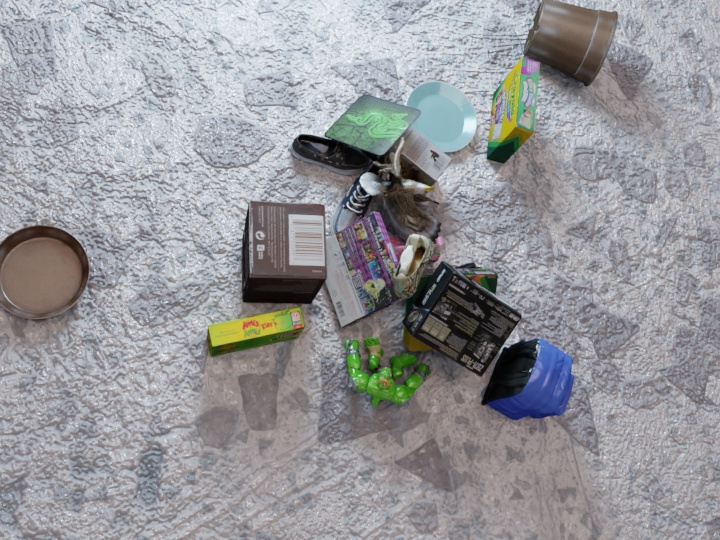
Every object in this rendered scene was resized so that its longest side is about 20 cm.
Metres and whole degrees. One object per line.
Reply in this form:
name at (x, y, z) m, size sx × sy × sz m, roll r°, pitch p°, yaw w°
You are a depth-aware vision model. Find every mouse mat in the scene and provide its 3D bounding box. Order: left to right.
mouse mat at (0.026, -0.343, 1.707) m, size 0.198 × 0.008 × 0.161 m, roll 26°, pitch 65°, yaw 36°

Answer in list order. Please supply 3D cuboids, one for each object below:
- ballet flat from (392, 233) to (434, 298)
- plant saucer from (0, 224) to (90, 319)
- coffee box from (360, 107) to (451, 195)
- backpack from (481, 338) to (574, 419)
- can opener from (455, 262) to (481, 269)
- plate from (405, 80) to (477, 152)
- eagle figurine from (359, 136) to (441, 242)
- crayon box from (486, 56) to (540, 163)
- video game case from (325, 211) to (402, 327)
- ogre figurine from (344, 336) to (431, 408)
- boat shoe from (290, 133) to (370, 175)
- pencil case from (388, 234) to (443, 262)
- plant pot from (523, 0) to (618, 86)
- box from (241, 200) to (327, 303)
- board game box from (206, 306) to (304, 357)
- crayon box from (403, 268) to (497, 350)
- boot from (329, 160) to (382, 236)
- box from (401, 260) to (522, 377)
ballet flat at (0.114, -0.029, 1.565) m, size 0.067 × 0.076 × 0.201 m, roll 3°, pitch 42°, yaw 21°
plant saucer at (-0.664, 0.006, 1.519) m, size 0.196 × 0.035 × 0.204 m, roll 4°, pitch 72°, yaw -12°
coffee box at (0.107, -0.281, 1.767) m, size 0.199 × 0.113 × 0.080 m, roll 38°, pitch 68°, yaw 1°
backpack at (0.391, 0.242, 1.626) m, size 0.165 × 0.200 × 0.165 m, roll 23°, pitch 68°, yaw -6°
can opener at (0.200, 0.027, 1.730) m, size 0.198 × 0.080 × 0.063 m, roll -28°, pitch 42°, yaw -24°
plate at (0.204, -0.391, 1.875) m, size 0.196 × 0.026 × 0.204 m, roll 5°, pitch 71°, yaw -14°
eagle figurine at (0.107, -0.170, 1.665) m, size 0.151 × 0.201 × 0.150 m, roll -42°, pitch 46°, yaw -14°
crayon box at (0.384, -0.401, 1.844) m, size 0.057 × 0.173 × 0.204 m, roll 13°, pitch 70°, yaw -10°
video game case at (0.000, 0.000, 1.630) m, size 0.036 × 0.180 × 0.203 m, roll 1°, pitch 64°, yaw -60°
ogre figurine at (0.053, 0.229, 1.605) m, size 0.198 × 0.098 × 0.121 m, roll 32°, pitch 49°, yaw -19°
boat shoe at (-0.068, -0.285, 1.748) m, size 0.196 × 0.066 × 0.071 m, roll 16°, pitch 69°, yaw -9°
pencil case at (0.092, -0.044, 1.703) m, size 0.196 × 0.088 × 0.089 m, roll -10°, pitch 75°, yaw -16°
plant pot at (0.555, -0.625, 1.959) m, size 0.195 × 0.201 × 0.203 m, roll 19°, pitch 69°, yaw 0°
box at (-0.168, -0.034, 1.570) m, size 0.161 × 0.200 × 0.169 m, roll 1°, pitch 72°, yaw -14°
board game box at (-0.225, 0.131, 1.556) m, size 0.196 × 0.102 × 0.048 m, roll -11°, pitch 74°, yaw -17°
crayon box at (0.202, 0.088, 1.653) m, size 0.196 × 0.058 × 0.176 m, roll 0°, pitch 105°, yaw -14°
boot at (-0.010, -0.165, 1.711) m, size 0.072 × 0.090 × 0.202 m, roll 26°, pitch 68°, yaw -5°
box at (0.219, 0.105, 1.576) m, size 0.198 × 0.086 × 0.165 m, roll 30°, pitch 98°, yaw -20°
